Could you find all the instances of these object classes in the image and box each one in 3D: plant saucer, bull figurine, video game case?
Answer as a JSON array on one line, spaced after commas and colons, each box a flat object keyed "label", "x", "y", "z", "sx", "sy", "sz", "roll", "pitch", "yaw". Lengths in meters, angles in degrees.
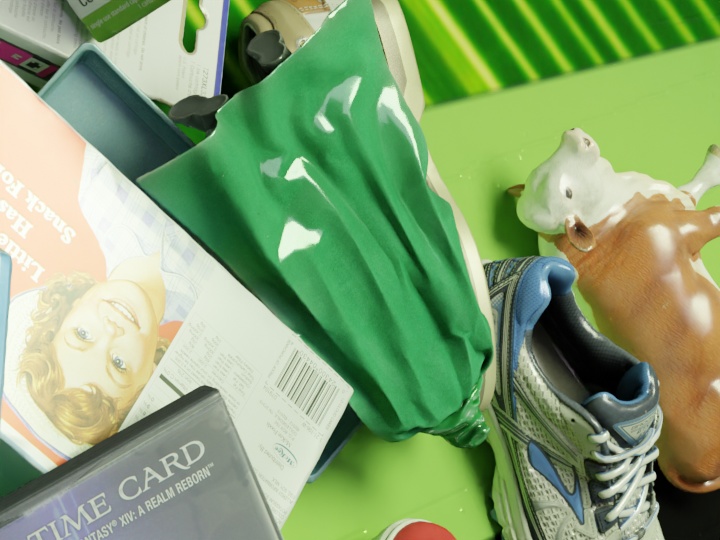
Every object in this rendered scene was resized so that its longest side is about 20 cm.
[{"label": "plant saucer", "x": -0.066, "y": -0.001, "z": 0.872, "sx": 0.070, "sy": 0.019, "sz": 0.200, "roll": -48, "pitch": 115, "yaw": -8}, {"label": "bull figurine", "x": 0.155, "y": 0.009, "z": 1.065, "sx": 0.121, "sy": 0.065, "sz": 0.200, "roll": -28, "pitch": 105, "yaw": -14}, {"label": "video game case", "x": -0.073, "y": 0.161, "z": 0.758, "sx": 0.143, "sy": 0.019, "sz": 0.200, "roll": -29, "pitch": 107, "yaw": -24}]

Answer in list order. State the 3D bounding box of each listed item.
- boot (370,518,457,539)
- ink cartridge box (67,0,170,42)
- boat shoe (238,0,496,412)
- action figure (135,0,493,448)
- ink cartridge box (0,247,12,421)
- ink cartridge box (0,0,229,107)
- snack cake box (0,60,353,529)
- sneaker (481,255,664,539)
[{"label": "boot", "x": 0.059, "y": 0.187, "z": 0.853, "sx": 0.072, "sy": 0.144, "sz": 0.201, "roll": 16, "pitch": 62, "yaw": -38}, {"label": "ink cartridge box", "x": -0.095, "y": -0.208, "z": 0.804, "sx": 0.200, "sy": 0.148, "sz": 0.076, "roll": 54, "pitch": 45, "yaw": -12}, {"label": "boat shoe", "x": -0.001, "y": -0.026, "z": 0.936, "sx": 0.068, "sy": 0.075, "sz": 0.201, "roll": -16, "pitch": 86, "yaw": -31}, {"label": "action figure", "x": 0.000, "y": 0.000, "z": 0.862, "sx": 0.118, "sy": 0.055, "sz": 0.200, "roll": -39, "pitch": 119, "yaw": -14}, {"label": "ink cartridge box", "x": -0.193, "y": 0.073, "z": 0.605, "sx": 0.085, "sy": 0.200, "sz": 0.145, "roll": 22, "pitch": 60, "yaw": -42}, {"label": "ink cartridge box", "x": -0.138, "y": -0.130, "z": 0.858, "sx": 0.200, "sy": 0.037, "sz": 0.095, "roll": 23, "pitch": 58, "yaw": -35}, {"label": "snack cake box", "x": -0.109, "y": 0.032, "z": 0.792, "sx": 0.200, "sy": 0.067, "sz": 0.115, "roll": 45, "pitch": 57, "yaw": -24}, {"label": "sneaker", "x": 0.102, "y": 0.081, "z": 0.980, "sx": 0.077, "sy": 0.085, "sz": 0.200, "roll": -40, "pitch": 104, "yaw": -46}]
